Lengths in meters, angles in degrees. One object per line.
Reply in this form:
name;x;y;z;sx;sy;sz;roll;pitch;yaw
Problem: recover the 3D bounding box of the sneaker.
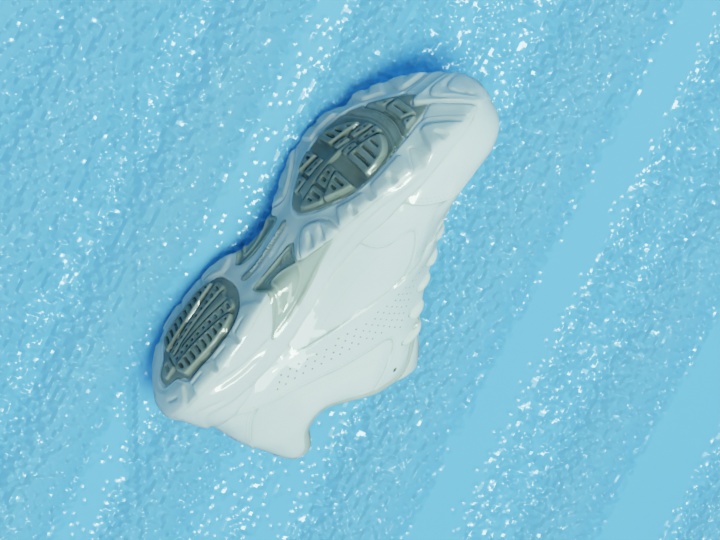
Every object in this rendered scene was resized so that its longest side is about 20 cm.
sneaker;0.000;0.000;1.283;0.099;0.078;0.200;32;109;-33
